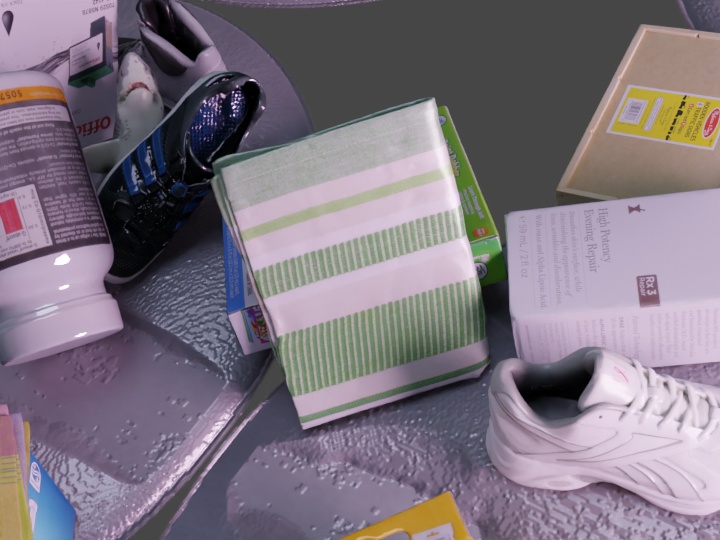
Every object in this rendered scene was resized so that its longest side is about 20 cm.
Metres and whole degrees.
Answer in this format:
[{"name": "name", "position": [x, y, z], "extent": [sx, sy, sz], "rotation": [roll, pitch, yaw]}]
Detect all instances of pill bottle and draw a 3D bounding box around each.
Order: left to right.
[{"name": "pill bottle", "position": [-0.253, -0.038, 0.875], "extent": [0.115, 0.116, 0.202], "rotation": [-18, 87, 1]}]

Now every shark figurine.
[{"name": "shark figurine", "position": [-0.227, -0.069, 0.996], "extent": [0.214, 0.128, 0.089], "rotation": [-45, 25, 0]}]

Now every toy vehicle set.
[{"name": "toy vehicle set", "position": [0.246, -0.112, 0.905], "extent": [0.123, 0.027, 0.201], "rotation": [15, 56, 27]}]

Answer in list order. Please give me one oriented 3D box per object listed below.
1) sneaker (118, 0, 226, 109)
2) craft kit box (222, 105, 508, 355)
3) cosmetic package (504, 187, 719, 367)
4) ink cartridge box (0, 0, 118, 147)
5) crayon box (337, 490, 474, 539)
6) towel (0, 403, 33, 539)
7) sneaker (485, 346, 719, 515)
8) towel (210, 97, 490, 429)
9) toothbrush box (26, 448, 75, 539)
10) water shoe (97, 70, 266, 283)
[{"name": "sneaker", "position": [-0.191, -0.209, 1.060], "extent": [0.199, 0.116, 0.075], "rotation": [22, 59, 31]}, {"name": "craft kit box", "position": [-0.006, -0.037, 0.879], "extent": [0.196, 0.049, 0.201], "rotation": [-18, 35, 5]}, {"name": "cosmetic package", "position": [0.201, 0.006, 0.787], "extent": [0.198, 0.074, 0.102], "rotation": [-8, 49, 12]}, {"name": "ink cartridge box", "position": [-0.285, -0.199, 1.000], "extent": [0.084, 0.202, 0.146], "rotation": [21, 32, 29]}, {"name": "crayon box", "position": [0.035, 0.238, 0.650], "extent": [0.125, 0.052, 0.201], "rotation": [-22, 48, -3]}, {"name": "towel", "position": [-0.286, 0.146, 0.674], "extent": [0.198, 0.023, 0.144], "rotation": [-1, 52, -25]}, {"name": "sneaker", "position": [0.168, 0.090, 0.704], "extent": [0.198, 0.100, 0.078], "rotation": [-1, 50, 16]}, {"name": "towel", "position": [0.000, 0.000, 0.774], "extent": [0.151, 0.202, 0.023], "rotation": [-16, 23, 2]}, {"name": "toothbrush box", "position": [-0.267, 0.228, 0.726], "extent": [0.145, 0.086, 0.201], "rotation": [-12, 47, 5]}, {"name": "water shoe", "position": [-0.150, -0.079, 0.926], "extent": [0.201, 0.071, 0.079], "rotation": [-57, 22, -7]}]
